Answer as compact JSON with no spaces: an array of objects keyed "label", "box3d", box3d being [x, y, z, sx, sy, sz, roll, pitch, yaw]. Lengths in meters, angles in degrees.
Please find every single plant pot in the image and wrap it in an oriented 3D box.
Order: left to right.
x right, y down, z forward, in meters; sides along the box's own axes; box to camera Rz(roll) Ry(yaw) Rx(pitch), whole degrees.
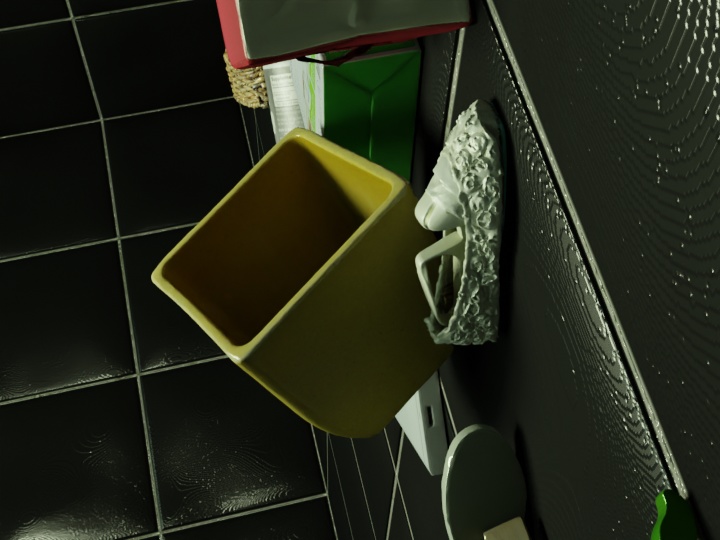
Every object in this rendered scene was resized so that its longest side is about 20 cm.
[{"label":"plant pot","box3d":[-0.025,0.031,0.948,0.201,0.194,0.195,51,169,-36]}]

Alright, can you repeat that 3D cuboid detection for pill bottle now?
[{"label":"pill bottle","box3d":[-0.052,-0.204,1.244,0.114,0.112,0.203,-133,33,-75]}]

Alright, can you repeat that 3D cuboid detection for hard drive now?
[{"label":"hard drive","box3d":[0.059,0.134,1.223,0.200,0.026,0.134,-130,30,-75]}]

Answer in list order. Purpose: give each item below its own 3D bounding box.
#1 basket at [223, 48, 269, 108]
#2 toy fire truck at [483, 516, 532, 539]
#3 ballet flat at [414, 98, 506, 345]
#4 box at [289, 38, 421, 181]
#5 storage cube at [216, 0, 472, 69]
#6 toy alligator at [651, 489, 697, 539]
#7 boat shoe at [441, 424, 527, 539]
[{"label":"basket","box3d":[-0.123,-0.321,1.488,0.200,0.140,0.151,-120,19,-66]},{"label":"toy fire truck","box3d":[0.087,0.284,0.757,0.200,0.173,0.131,-75,-24,-74]},{"label":"ballet flat","box3d":[0.072,-0.023,0.781,0.072,0.071,0.203,-113,15,-55]},{"label":"box","box3d":[-0.014,-0.201,1.036,0.201,0.095,0.179,91,166,-58]},{"label":"storage cube","box3d":[-0.029,-0.255,0.804,0.180,0.168,0.204,-136,36,-76]},{"label":"toy alligator","box3d":[0.159,0.203,0.494,0.060,0.053,0.203,94,164,-63]},{"label":"boat shoe","box3d":[0.099,0.215,0.883,0.072,0.069,0.204,-135,32,-70]}]
